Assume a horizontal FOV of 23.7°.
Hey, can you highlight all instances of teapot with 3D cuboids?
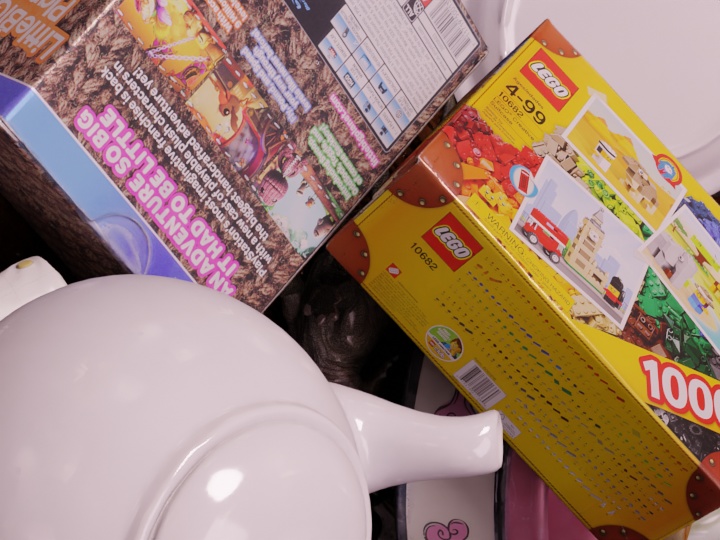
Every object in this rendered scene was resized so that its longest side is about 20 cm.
[{"bbox_3d":[-0.068,0.101,0.640,0.197,0.145,0.201,35,76,-44],"label":"teapot"}]

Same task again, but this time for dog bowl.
[{"bbox_3d":[0.085,0.085,0.898,0.200,0.073,0.202,6,90,-68],"label":"dog bowl"}]

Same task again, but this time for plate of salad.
[{"bbox_3d":[0.141,-0.129,0.901,0.198,0.048,0.202,0,104,-1],"label":"plate of salad"}]

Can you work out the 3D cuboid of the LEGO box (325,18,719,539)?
[{"bbox_3d":[0.103,0.007,0.790,0.200,0.077,0.149,46,43,-4],"label":"LEGO box"}]

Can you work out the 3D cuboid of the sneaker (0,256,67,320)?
[{"bbox_3d":[-0.135,0.095,0.716,0.115,0.074,0.201,-27,120,-28],"label":"sneaker"}]

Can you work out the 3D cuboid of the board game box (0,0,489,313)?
[{"bbox_3d":[-0.066,-0.091,0.748,0.200,0.097,0.160,-49,130,-15],"label":"board game box"}]

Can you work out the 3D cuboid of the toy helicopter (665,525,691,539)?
[{"bbox_3d":[0.189,0.066,0.976,0.132,0.078,0.201,-50,148,-59],"label":"toy helicopter"}]

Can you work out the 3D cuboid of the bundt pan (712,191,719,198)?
[{"bbox_3d":[0.238,-0.132,0.987,0.201,0.076,0.204,-9,108,-29],"label":"bundt pan"}]

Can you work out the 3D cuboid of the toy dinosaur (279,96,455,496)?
[{"bbox_3d":[0.000,0.000,0.867,0.102,0.076,0.201,47,55,-55],"label":"toy dinosaur"}]

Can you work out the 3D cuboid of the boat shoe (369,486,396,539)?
[{"bbox_3d":[-0.011,0.134,0.903,0.074,0.060,0.200,-47,130,-17],"label":"boat shoe"}]

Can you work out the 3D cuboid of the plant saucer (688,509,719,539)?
[{"bbox_3d":[0.207,0.089,1.058,0.199,0.050,0.202,-3,96,-25],"label":"plant saucer"}]
